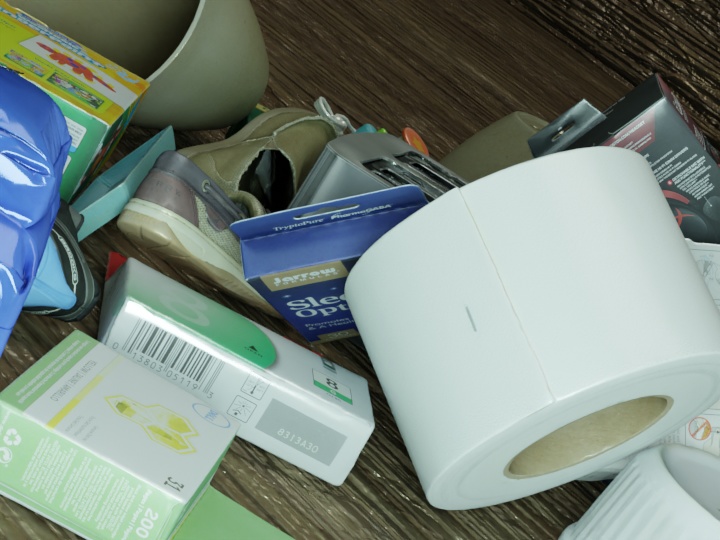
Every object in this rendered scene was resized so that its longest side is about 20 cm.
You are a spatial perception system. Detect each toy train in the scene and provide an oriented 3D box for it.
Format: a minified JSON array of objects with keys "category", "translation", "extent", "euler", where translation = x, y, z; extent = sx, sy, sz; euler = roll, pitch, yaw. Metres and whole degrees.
[{"category":"toy train","translation":[0.041,-0.061,1.720],"extent":[0.200,0.056,0.150],"euler":[61,7,25]}]

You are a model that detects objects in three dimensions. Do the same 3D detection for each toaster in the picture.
[{"category":"toaster","translation":[0.030,-0.009,1.534],"extent":[0.200,0.119,0.181],"euler":[33,14,12]}]

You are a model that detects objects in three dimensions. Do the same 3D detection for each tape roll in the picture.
[{"category":"tape roll","translation":[0.107,0.037,1.253],"extent":[0.203,0.202,0.139],"euler":[8,54,-56]}]

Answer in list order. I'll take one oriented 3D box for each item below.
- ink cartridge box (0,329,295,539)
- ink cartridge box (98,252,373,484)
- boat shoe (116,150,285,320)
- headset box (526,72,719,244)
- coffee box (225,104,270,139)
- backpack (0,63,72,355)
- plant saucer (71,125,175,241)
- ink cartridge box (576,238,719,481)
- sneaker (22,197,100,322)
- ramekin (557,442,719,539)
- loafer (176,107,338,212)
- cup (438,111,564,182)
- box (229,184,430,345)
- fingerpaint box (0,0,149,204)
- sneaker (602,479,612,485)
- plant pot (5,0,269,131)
[{"category":"ink cartridge box","translation":[-0.082,0.111,1.047],"extent":[0.200,0.048,0.146],"euler":[28,13,2]},{"category":"ink cartridge box","translation":[-0.076,0.038,1.275],"extent":[0.161,0.050,0.200],"euler":[28,16,-12]},{"category":"boat shoe","translation":[-0.085,-0.021,1.378],"extent":[0.072,0.065,0.200],"euler":[22,-7,32]},{"category":"headset box","translation":[0.196,-0.028,1.484],"extent":[0.200,0.149,0.075],"euler":[50,14,-13]},{"category":"coffee box","translation":[-0.050,-0.075,1.747],"extent":[0.123,0.044,0.200],"euler":[27,15,-11]},{"category":"backpack","translation":[-0.245,-0.038,0.995],"extent":[0.200,0.168,0.163],"euler":[24,8,-9]},{"category":"plant saucer","translation":[-0.164,-0.054,1.417],"extent":[0.019,0.070,0.200],"euler":[54,11,-8]},{"category":"ink cartridge box","translation":[0.182,0.058,1.404],"extent":[0.199,0.161,0.050],"euler":[4,-13,-10]},{"category":"sneaker","translation":[-0.211,-0.029,1.246],"extent":[0.083,0.071,0.200],"euler":[36,8,-43]},{"category":"ramekin","translation":[0.224,0.187,1.298],"extent":[0.202,0.094,0.202],"euler":[29,14,-8]},{"category":"loafer","translation":[-0.070,-0.067,1.563],"extent":[0.067,0.076,0.200],"euler":[18,27,28]},{"category":"cup","translation":[0.142,-0.053,1.861],"extent":[0.200,0.143,0.200],"euler":[28,15,-8]},{"category":"box","translation":[0.000,0.000,1.332],"extent":[0.200,0.121,0.032],"euler":[51,29,-68]},{"category":"fingerpaint box","translation":[-0.260,-0.135,1.474],"extent":[0.200,0.073,0.167],"euler":[30,15,-5]},{"category":"sneaker","translation":[0.258,0.157,1.477],"extent":[0.202,0.077,0.146],"euler":[14,8,-21]},{"category":"plant pot","translation":[-0.158,-0.189,1.702],"extent":[0.187,0.187,0.200],"euler":[38,3,28]}]
